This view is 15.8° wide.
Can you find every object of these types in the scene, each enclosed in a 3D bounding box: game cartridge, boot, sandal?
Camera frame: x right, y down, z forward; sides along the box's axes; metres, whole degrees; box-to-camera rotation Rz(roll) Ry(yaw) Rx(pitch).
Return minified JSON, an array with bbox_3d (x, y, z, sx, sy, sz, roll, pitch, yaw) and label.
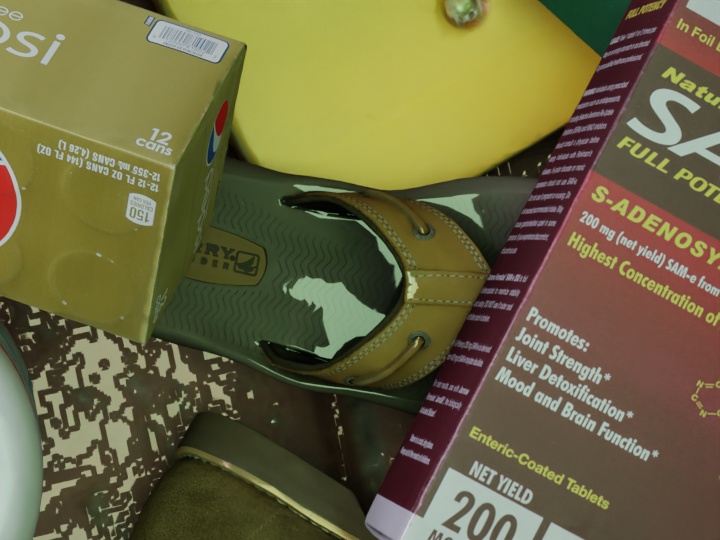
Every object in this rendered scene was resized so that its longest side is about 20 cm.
[{"bbox_3d":[0.009,-0.128,0.856,0.176,0.032,0.201,-29,93,-6],"label":"game cartridge"},{"bbox_3d":[0.014,0.128,0.826,0.199,0.074,0.076,29,70,9],"label":"boot"},{"bbox_3d":[0.000,0.000,0.807,0.199,0.055,0.082,13,91,7],"label":"sandal"}]

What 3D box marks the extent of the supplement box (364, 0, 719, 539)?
[{"bbox_3d":[0.096,0.013,0.762,0.108,0.061,0.201,28,85,-9],"label":"supplement box"}]

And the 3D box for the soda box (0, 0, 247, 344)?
[{"bbox_3d":[-0.138,-0.052,0.724,0.199,0.064,0.068,19,131,6],"label":"soda box"}]

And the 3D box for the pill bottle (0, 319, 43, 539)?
[{"bbox_3d":[-0.147,0.049,0.752,0.108,0.200,0.110,0,92,-8],"label":"pill bottle"}]

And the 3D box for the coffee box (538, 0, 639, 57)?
[{"bbox_3d":[0.144,-0.091,0.840,0.200,0.044,0.123,41,67,-13],"label":"coffee box"}]
